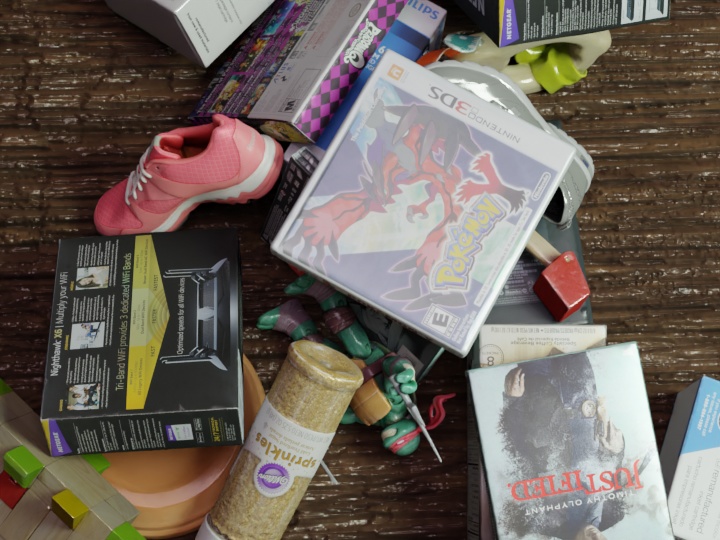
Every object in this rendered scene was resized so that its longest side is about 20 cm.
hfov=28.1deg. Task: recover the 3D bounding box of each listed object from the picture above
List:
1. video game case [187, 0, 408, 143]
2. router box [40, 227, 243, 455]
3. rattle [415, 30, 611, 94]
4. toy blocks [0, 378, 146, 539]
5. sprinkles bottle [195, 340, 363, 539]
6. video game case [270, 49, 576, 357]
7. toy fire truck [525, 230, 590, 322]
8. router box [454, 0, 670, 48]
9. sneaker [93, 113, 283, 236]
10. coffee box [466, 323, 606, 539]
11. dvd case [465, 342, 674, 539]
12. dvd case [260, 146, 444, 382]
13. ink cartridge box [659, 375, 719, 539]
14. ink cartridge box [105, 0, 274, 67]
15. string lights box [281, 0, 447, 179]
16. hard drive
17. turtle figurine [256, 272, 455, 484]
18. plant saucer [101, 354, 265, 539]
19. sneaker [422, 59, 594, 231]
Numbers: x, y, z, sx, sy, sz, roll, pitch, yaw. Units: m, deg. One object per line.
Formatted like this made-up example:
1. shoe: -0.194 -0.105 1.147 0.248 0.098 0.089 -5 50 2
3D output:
1. video game case: -0.050 -0.204 1.297 0.036 0.181 0.200 42 71 -33
2. router box: -0.179 0.056 1.209 0.157 0.052 0.200 -3 48 -1
3. rattle: 0.123 -0.237 1.316 0.200 0.130 0.143 -2 85 -25
4. toy blocks: -0.284 0.204 1.190 0.200 0.100 0.137 42 108 9
5. sprinkles bottle: -0.069 0.157 1.191 0.068 0.068 0.200 27 105 5
6. video game case: 0.052 -0.058 1.179 0.182 0.023 0.200 28 79 6
7. toy fire truck: 0.094 -0.023 1.275 0.141 0.049 0.200 -30 77 -12
8. router box: 0.163 -0.268 1.283 0.157 0.052 0.200 -12 32 -11
9. sneaker: -0.167 -0.089 1.259 0.200 0.087 0.074 -21 51 27
10. coffee box: 0.151 0.148 1.232 0.113 0.080 0.201 0 83 -4
11. dvd case: 0.174 0.168 1.172 0.146 0.022 0.201 -9 85 -5
12. dvd case: 0.000 0.000 1.249 0.200 0.146 0.022 45 61 10
13. ink cartridge box: 0.361 0.195 1.244 0.200 0.085 0.145 20 73 1
14. ink cartridge box: -0.135 -0.306 1.335 0.145 0.084 0.200 34 73 32
15. string lights box: 0.002 -0.151 1.313 0.059 0.103 0.200 30 75 7
16. hard drive: 0.130 -0.038 1.324 0.139 0.033 0.201 -5 74 -5
17. turtle figurine: -0.005 0.100 1.246 0.150 0.101 0.200 -42 75 28
18. plant saucer: -0.180 0.132 1.254 0.200 0.037 0.201 1 74 -3
19. sneaker: 0.123 -0.110 1.249 0.200 0.075 0.082 30 47 -17
